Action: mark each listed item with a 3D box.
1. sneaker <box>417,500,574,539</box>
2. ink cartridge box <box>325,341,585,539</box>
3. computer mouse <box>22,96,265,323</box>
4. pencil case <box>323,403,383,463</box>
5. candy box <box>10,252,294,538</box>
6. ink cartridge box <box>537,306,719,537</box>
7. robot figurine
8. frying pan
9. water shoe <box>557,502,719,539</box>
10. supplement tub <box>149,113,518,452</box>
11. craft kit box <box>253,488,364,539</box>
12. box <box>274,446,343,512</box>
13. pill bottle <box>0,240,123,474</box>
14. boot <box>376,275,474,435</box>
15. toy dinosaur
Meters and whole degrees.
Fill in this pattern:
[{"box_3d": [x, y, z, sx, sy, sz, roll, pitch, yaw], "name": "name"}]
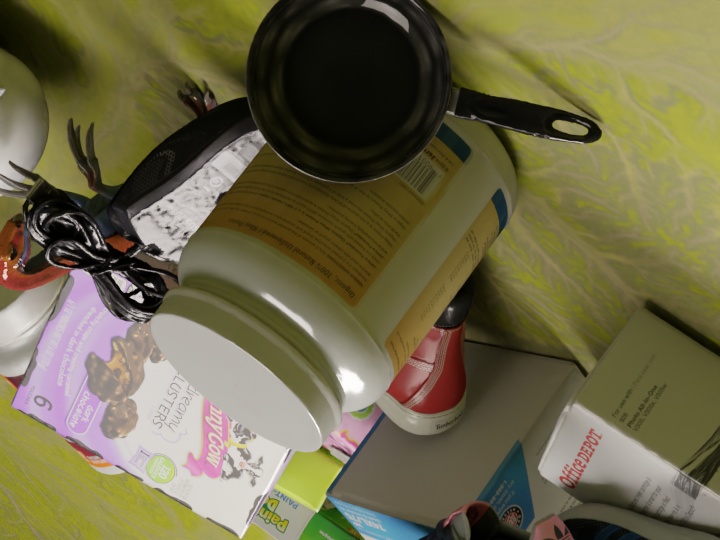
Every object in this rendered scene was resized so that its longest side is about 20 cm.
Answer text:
[{"box_3d": [0.059, 0.180, 1.432, 0.199, 0.070, 0.082, 1, 106, 39], "name": "sneaker"}, {"box_3d": [0.111, 0.173, 1.583, 0.146, 0.147, 0.200, 9, 145, 50], "name": "ink cartridge box"}, {"box_3d": [-0.108, -0.057, 1.466, 0.139, 0.199, 0.053, 47, -161, -44], "name": "computer mouse"}, {"box_3d": [-0.034, 0.081, 1.708, 0.200, 0.088, 0.087, 39, 159, 0], "name": "pencil case"}, {"box_3d": [-0.129, 0.072, 1.645, 0.199, 0.072, 0.168, 30, 125, 1], "name": "candy box"}, {"box_3d": [0.220, 0.128, 1.401, 0.200, 0.084, 0.146, 34, 159, 9], "name": "ink cartridge box"}, {"box_3d": [-0.291, -0.114, 1.642, 0.200, 0.112, 0.171, -151, 59, -62], "name": "robot figurine"}, {"box_3d": [0.031, -0.112, 1.256, 0.031, 0.189, 0.116, -32, -67, -84], "name": "frying pan"}, {"box_3d": [0.167, 0.195, 1.396, 0.072, 0.079, 0.200, 46, 159, -22], "name": "water shoe"}, {"box_3d": [-0.016, -0.010, 1.331, 0.144, 0.200, 0.145, 32, 158, 14], "name": "supplement tub"}, {"box_3d": [-0.067, 0.170, 1.886, 0.197, 0.049, 0.200, 31, -173, 10], "name": "craft kit box"}, {"box_3d": [-0.105, 0.109, 1.778, 0.199, 0.048, 0.122, 31, -173, -1], "name": "box"}, {"box_3d": [-0.251, 0.076, 2.003, 0.114, 0.114, 0.200, 7, 143, 53], "name": "pill bottle"}, {"box_3d": [0.000, 0.000, 1.528, 0.200, 0.072, 0.145, 36, 140, 33], "name": "boot"}, {"box_3d": [-0.154, -0.039, 1.517, 0.200, 0.182, 0.105, 34, 159, 6], "name": "toy dinosaur"}]
